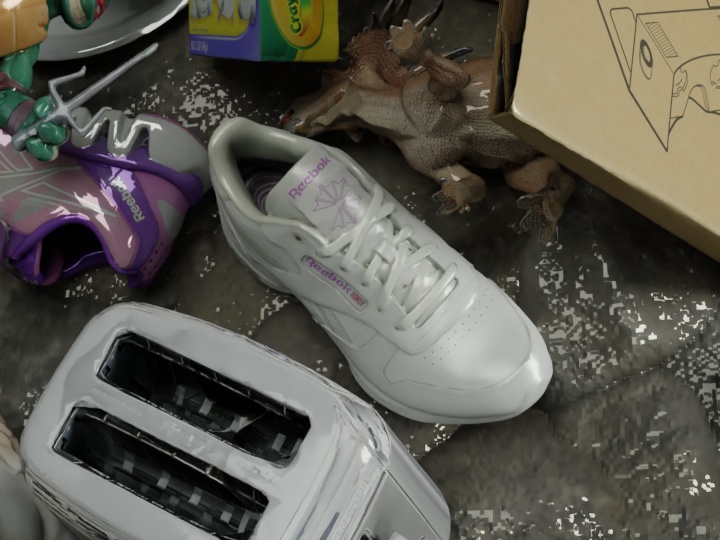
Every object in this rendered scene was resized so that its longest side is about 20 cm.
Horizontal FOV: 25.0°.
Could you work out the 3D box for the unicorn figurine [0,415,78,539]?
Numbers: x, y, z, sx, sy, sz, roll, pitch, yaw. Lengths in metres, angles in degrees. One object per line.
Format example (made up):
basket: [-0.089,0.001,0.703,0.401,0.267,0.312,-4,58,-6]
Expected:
unicorn figurine: [-0.165,0.123,0.724,0.073,0.200,0.138,-25,90,-6]

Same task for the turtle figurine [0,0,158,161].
turtle figurine: [-0.180,-0.120,0.767,0.199,0.100,0.151,-20,97,-26]

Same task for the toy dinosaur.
toy dinosaur: [0.064,-0.080,0.792,0.198,0.136,0.087,12,108,-5]

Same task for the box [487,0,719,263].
box: [0.137,-0.100,0.727,0.021,0.199,0.165,-16,57,44]

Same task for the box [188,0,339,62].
box: [-0.050,-0.205,0.798,0.048,0.117,0.202,-2,99,-23]

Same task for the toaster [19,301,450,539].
toaster: [-0.061,0.091,0.706,0.199,0.129,0.114,25,72,22]

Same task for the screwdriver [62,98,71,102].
screwdriver: [-0.247,-0.083,0.883,0.198,0.028,0.029,1,37,17]

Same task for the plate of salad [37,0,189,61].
plate of salad: [-0.161,-0.210,0.914,0.198,0.048,0.202,-5,64,10]

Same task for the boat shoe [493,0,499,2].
boat shoe: [0.094,-0.170,0.828,0.198,0.066,0.075,14,69,18]

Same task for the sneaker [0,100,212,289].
sneaker: [-0.174,-0.039,0.825,0.198,0.081,0.089,10,75,16]

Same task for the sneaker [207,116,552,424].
sneaker: [0.000,0.000,0.752,0.199,0.100,0.075,35,75,23]
